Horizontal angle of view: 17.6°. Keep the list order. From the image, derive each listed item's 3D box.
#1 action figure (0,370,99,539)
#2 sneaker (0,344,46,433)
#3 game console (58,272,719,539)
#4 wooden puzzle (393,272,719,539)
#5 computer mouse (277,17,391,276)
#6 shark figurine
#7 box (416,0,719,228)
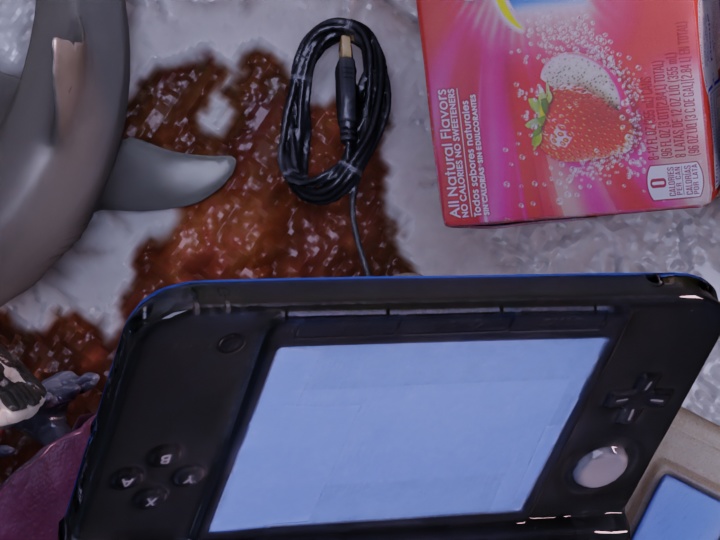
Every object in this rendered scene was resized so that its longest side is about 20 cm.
[{"bbox_3d":[-0.096,0.147,0.791,0.134,0.149,0.201,-28,103,-29],"label":"action figure"},{"bbox_3d":[-0.156,0.045,0.744,0.077,0.200,0.085,39,83,-10],"label":"sneaker"},{"bbox_3d":[0.018,0.099,0.715,0.199,0.171,0.119,-1,46,-25],"label":"game console"},{"bbox_3d":[0.058,0.123,0.827,0.199,0.046,0.186,27,86,4],"label":"wooden puzzle"},{"bbox_3d":[0.000,0.000,0.825,0.058,0.034,0.201,-18,68,18],"label":"computer mouse"},{"bbox_3d":[-0.116,-0.091,0.835,0.127,0.090,0.216,-6,86,1],"label":"shark figurine"},{"bbox_3d":[0.070,-0.123,0.792,0.095,0.100,0.202,-4,100,15],"label":"box"}]
